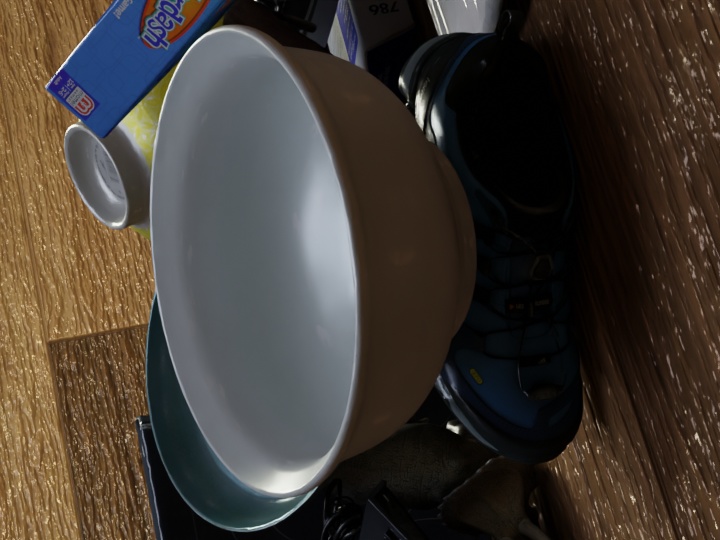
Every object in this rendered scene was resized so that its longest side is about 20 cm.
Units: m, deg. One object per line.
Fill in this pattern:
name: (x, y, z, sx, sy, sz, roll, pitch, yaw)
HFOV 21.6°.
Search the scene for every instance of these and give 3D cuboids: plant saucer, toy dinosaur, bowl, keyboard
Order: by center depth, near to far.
bowl: (-0.012, -0.008, 0.815, 0.201, 0.090, 0.201, 24, 118, 58)
keyboard: (0.003, 0.185, 0.996, 0.104, 0.040, 0.200, 49, 152, 26)
toy dinosaur: (0.023, 0.103, 1.014, 0.102, 0.200, 0.077, 17, -91, -76)
plant saucer: (-0.051, 0.040, 1.016, 0.200, 0.027, 0.200, -13, 73, 49)
bowl: (-0.142, -0.086, 1.321, 0.200, 0.108, 0.200, 37, 142, 36)

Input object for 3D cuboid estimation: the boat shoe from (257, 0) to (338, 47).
boat shoe: (-0.041, -0.195, 1.087, 0.069, 0.057, 0.200, 53, 132, 48)

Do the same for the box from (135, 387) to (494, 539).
box: (-0.025, 0.171, 1.160, 0.124, 0.196, 0.200, 166, 94, -80)

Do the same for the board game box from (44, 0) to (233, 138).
board game box: (-0.066, -0.173, 0.979, 0.200, 0.045, 0.152, -43, 8, 38)

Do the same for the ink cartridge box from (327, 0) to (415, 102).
ink cartridge box: (-0.001, -0.166, 1.147, 0.099, 0.039, 0.200, 99, 160, -62)

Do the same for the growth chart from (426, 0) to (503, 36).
growth chart: (0.051, -0.161, 0.903, 0.200, 0.018, 0.145, 105, 154, -68)

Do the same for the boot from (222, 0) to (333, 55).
boot: (-0.012, -0.076, 0.985, 0.166, 0.072, 0.200, 43, 178, -2)

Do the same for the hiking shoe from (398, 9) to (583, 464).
hiking shoe: (0.061, -0.009, 0.833, 0.087, 0.074, 0.200, 179, 77, -74)
